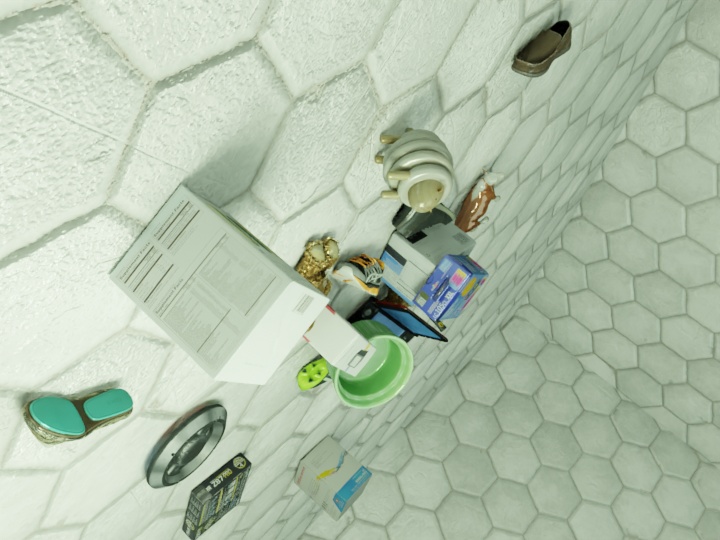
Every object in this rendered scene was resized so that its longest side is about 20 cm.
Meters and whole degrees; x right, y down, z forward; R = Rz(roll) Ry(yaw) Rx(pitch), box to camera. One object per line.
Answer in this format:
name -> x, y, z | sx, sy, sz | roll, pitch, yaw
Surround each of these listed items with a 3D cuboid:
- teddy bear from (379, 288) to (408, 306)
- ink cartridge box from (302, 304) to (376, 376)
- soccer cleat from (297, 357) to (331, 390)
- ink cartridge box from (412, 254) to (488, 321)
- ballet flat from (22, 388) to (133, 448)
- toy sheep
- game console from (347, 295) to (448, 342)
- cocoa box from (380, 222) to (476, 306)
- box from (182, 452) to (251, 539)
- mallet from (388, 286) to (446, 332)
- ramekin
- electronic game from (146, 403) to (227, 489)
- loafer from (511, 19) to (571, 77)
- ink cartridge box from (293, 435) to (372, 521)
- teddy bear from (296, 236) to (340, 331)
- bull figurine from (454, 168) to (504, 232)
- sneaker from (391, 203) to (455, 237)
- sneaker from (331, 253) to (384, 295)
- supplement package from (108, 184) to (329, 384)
teddy bear -> 0.121, 0.060, 1.835 | 0.200, 0.067, 0.145 | -41, 156, -26
ink cartridge box -> -0.059, 0.134, 1.463 | 0.086, 0.147, 0.200 | -49, 162, -3
soccer cleat -> -0.068, 0.235, 1.732 | 0.199, 0.068, 0.081 | -23, 161, -21
ink cartridge box -> 0.201, 0.039, 1.584 | 0.137, 0.076, 0.200 | -55, 158, 14
ballet flat -> -0.397, 0.208, 0.965 | 0.075, 0.068, 0.200 | -39, 166, 14
toy sheep -> 0.097, -0.182, 1.230 | 0.137, 0.201, 0.138 | -5, 146, -3
game console -> 0.084, 0.159, 1.731 | 0.172, 0.119, 0.200 | -45, 130, 9
cocoa box -> 0.153, -0.030, 1.665 | 0.200, 0.133, 0.132 | -28, 151, -48
box -> -0.352, 0.558, 1.727 | 0.161, 0.049, 0.201 | -35, 156, -43
mallet -> 0.131, 0.074, 1.722 | 0.066, 0.200, 0.041 | -29, 167, -25
ramekin -> 0.015, 0.214, 1.646 | 0.199, 0.098, 0.201 | -12, 121, -20
electronic game -> -0.337, 0.344, 1.375 | 0.200, 0.042, 0.200 | -45, 160, -22
loafer -> 0.386, -0.478, 1.494 | 0.200, 0.073, 0.071 | -45, 150, -33
ink cartridge box -> -0.094, 0.680, 2.311 | 0.144, 0.200, 0.148 | -37, 156, -41
teddy bear -> -0.101, 0.024, 1.315 | 0.145, 0.067, 0.201 | -43, 155, -49
bull figurine -> 0.318, -0.184, 1.861 | 0.121, 0.065, 0.200 | -2, 131, -56
sneaker -> 0.137, -0.120, 1.579 | 0.106, 0.075, 0.200 | -50, 153, 11
sneaker -> 0.000, 0.000, 1.483 | 0.078, 0.078, 0.200 | -65, 164, 1
supplement package -> -0.176, 0.024, 0.906 | 0.151, 0.200, 0.152 | -51, 161, 1
